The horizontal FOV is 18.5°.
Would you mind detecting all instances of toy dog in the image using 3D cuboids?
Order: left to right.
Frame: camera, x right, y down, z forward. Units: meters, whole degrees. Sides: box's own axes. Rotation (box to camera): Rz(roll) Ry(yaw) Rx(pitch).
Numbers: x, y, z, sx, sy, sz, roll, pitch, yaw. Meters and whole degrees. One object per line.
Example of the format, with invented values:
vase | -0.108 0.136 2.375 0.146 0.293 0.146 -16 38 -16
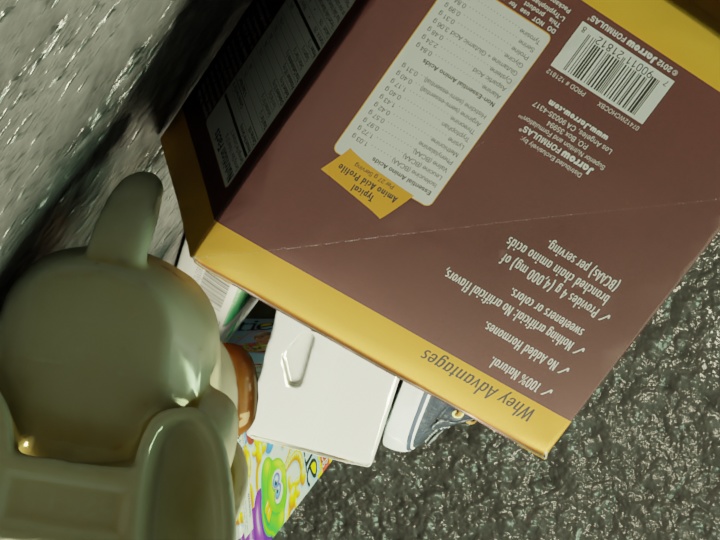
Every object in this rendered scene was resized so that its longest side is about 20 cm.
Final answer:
toy dog | -0.115 0.060 0.992 0.200 0.139 0.195 56 32 -85

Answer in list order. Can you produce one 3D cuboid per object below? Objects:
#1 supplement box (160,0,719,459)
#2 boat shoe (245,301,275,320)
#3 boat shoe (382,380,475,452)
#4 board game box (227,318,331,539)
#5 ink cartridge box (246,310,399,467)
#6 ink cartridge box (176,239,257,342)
supplement box | 0.050 -0.065 0.978 0.200 0.197 0.133 -54 -156 15
boat shoe | -0.068 0.015 1.550 0.201 0.072 0.066 -55 -174 16
boat shoe | 0.071 0.068 1.348 0.200 0.091 0.071 107 0 -63
board game box | -0.095 0.110 1.434 0.200 0.104 0.103 -47 135 -66
ink cartridge box | 0.000 0.000 1.364 0.200 0.083 0.146 -75 180 -51
ink cartridge box | -0.045 -0.052 1.379 0.200 0.050 0.161 -52 175 -23
